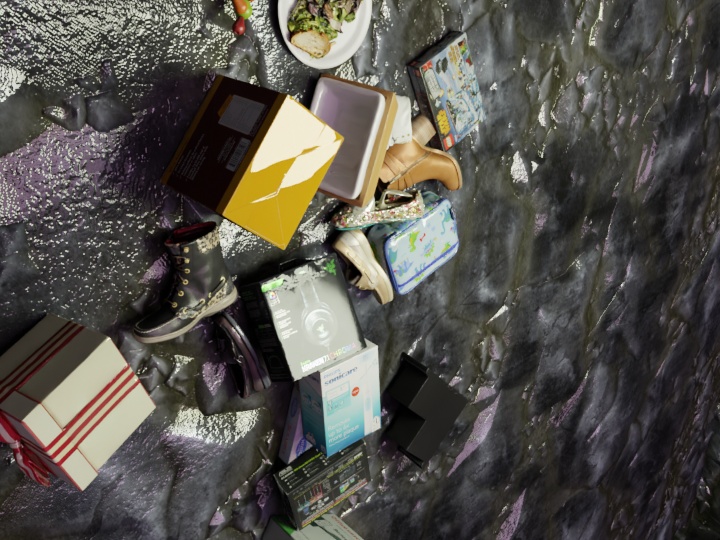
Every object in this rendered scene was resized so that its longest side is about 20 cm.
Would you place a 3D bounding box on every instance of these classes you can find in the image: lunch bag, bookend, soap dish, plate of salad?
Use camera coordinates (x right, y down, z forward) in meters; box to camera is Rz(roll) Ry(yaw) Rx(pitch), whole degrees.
[{"bbox_3d":[0.115,-0.057,1.566,0.199,0.082,0.162,-35,132,-24],"label":"lunch bag"},{"bbox_3d":[0.124,0.328,1.741,0.199,0.092,0.201,39,83,-43],"label":"bookend"},{"bbox_3d":[-0.024,-0.228,1.314,0.081,0.156,0.202,-4,113,-59],"label":"soap dish"},{"bbox_3d":[-0.051,-0.442,1.259,0.199,0.048,0.202,-18,120,-35],"label":"plate of salad"}]

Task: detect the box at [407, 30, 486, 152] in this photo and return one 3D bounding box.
[{"bbox_3d":[0.177,-0.357,1.510,0.137,0.040,0.201,-41,132,-22],"label":"box"}]

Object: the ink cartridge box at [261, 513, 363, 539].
[{"bbox_3d":[-0.096,0.605,1.631,0.199,0.146,0.084,17,96,-46],"label":"ink cartridge box"}]

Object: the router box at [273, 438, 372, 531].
[{"bbox_3d":[-0.076,0.438,1.582,0.199,0.062,0.151,-29,136,-21],"label":"router box"}]

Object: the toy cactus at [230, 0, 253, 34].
[{"bbox_3d":[-0.203,-0.467,1.096,0.200,0.102,0.166,49,56,-41],"label":"toy cactus"}]

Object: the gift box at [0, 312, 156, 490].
[{"bbox_3d":[-0.449,0.198,1.102,0.187,0.199,0.185,-50,132,-34],"label":"gift box"}]

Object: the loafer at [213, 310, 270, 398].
[{"bbox_3d":[-0.225,0.162,1.366,0.063,0.072,0.201,-37,133,-18],"label":"loafer"}]

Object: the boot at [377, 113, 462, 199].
[{"bbox_3d":[0.109,-0.194,1.503,0.155,0.074,0.200,-47,123,-10],"label":"boot"}]

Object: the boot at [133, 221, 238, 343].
[{"bbox_3d":[-0.296,0.018,1.229,0.199,0.073,0.152,-28,127,-35],"label":"boot"}]

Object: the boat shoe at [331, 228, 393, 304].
[{"bbox_3d":[0.000,0.000,1.497,0.069,0.074,0.201,-40,124,-15],"label":"boat shoe"}]

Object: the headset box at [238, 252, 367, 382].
[{"bbox_3d":[-0.106,0.079,1.372,0.173,0.093,0.202,-20,94,-34],"label":"headset box"}]

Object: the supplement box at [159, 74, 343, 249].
[{"bbox_3d":[-0.172,-0.171,1.164,0.132,0.199,0.198,30,88,-45],"label":"supplement box"}]

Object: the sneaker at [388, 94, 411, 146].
[{"bbox_3d":[0.040,-0.231,1.395,0.115,0.074,0.202,6,106,-15],"label":"sneaker"}]

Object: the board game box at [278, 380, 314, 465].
[{"bbox_3d":[-0.066,0.300,1.590,0.198,0.041,0.202,2,108,-43],"label":"board game box"}]

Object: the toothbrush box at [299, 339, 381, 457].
[{"bbox_3d":[-0.040,0.245,1.500,0.146,0.085,0.202,-21,120,-34],"label":"toothbrush box"}]

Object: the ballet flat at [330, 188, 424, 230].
[{"bbox_3d":[0.034,-0.124,1.450,0.198,0.076,0.064,-10,119,-24],"label":"ballet flat"}]
